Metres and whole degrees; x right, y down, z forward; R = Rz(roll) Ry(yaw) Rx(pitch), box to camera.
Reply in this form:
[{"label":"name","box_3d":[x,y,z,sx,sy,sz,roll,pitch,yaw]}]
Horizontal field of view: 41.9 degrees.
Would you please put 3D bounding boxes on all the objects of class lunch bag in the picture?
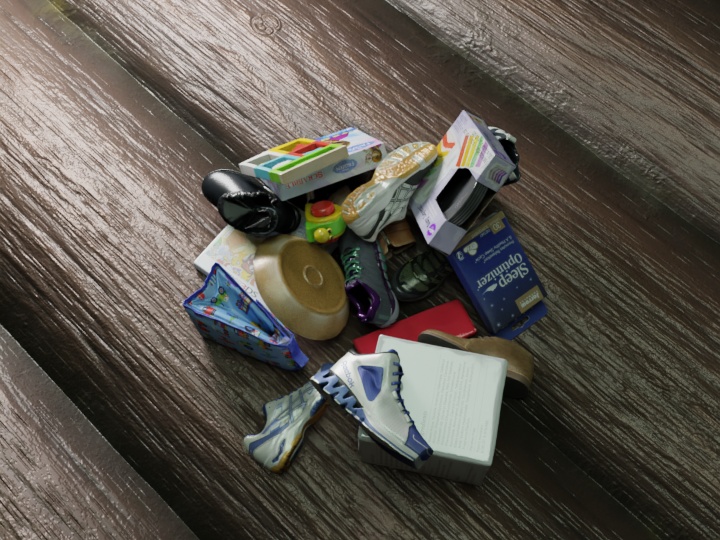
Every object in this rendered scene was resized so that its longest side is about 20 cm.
[{"label":"lunch bag","box_3d":[-0.171,0.099,1.519,0.200,0.151,0.094,33,73,14]}]

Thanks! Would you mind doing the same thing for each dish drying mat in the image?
[{"label":"dish drying mat","box_3d":[0.092,0.114,1.588,0.199,0.018,0.077,-22,64,-10]}]

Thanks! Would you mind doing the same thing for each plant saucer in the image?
[{"label":"plant saucer","box_3d":[-0.086,0.018,1.561,0.200,0.035,0.201,28,43,-29]}]

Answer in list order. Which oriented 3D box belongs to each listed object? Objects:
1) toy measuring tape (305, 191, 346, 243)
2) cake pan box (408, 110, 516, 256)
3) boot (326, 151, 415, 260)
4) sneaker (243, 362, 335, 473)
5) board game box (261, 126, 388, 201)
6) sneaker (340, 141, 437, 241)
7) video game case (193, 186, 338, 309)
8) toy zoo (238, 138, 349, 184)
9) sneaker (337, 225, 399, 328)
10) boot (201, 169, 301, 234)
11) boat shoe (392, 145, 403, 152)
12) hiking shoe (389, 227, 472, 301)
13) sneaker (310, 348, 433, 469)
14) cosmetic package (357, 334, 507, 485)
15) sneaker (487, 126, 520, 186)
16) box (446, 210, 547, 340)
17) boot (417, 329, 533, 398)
[{"label":"toy measuring tape","box_3d":[-0.061,-0.101,1.639,0.073,0.074,0.200,-4,28,-2]},{"label":"cake pan box","box_3d":[0.159,-0.145,1.545,0.052,0.184,0.200,25,25,-24]},{"label":"boot","box_3d":[0.056,-0.113,1.674,0.200,0.074,0.155,-36,72,3]},{"label":"sneaker","box_3d":[-0.110,0.219,1.500,0.088,0.075,0.200,28,65,15]},{"label":"board game box","box_3d":[-0.073,-0.193,1.671,0.199,0.041,0.200,-21,21,-11]},{"label":"sneaker","box_3d":[0.057,-0.133,1.590,0.200,0.088,0.076,-41,39,-5]},{"label":"video game case","box_3d":[-0.163,-0.034,1.665,0.182,0.023,0.200,33,67,16]},{"label":"toy zoo","box_3d":[-0.124,-0.191,1.614,0.131,0.021,0.200,-26,24,-23]},{"label":"sneaker","box_3d":[0.000,0.000,1.583,0.074,0.087,0.201,-35,66,26]},{"label":"boot","box_3d":[-0.207,-0.120,1.599,0.199,0.168,0.077,27,97,11]},{"label":"boat shoe","box_3d":[0.145,-0.186,1.723,0.201,0.061,0.072,26,66,13]},{"label":"hiking shoe","box_3d":[0.133,-0.023,1.613,0.200,0.101,0.076,-32,66,-16]},{"label":"sneaker","box_3d":[0.036,0.176,1.326,0.199,0.081,0.115,39,76,18]},{"label":"cosmetic package","box_3d":[0.108,0.217,1.441,0.199,0.167,0.167,11,68,5]},{"label":"sneaker","box_3d":[0.207,-0.152,1.600,0.079,0.130,0.200,34,87,-18]},{"label":"box","box_3d":[0.234,0.016,1.574,0.121,0.032,0.201,-33,100,-18]},{"label":"boot","box_3d":[0.192,0.138,1.553,0.199,0.074,0.076,24,53,3]}]
